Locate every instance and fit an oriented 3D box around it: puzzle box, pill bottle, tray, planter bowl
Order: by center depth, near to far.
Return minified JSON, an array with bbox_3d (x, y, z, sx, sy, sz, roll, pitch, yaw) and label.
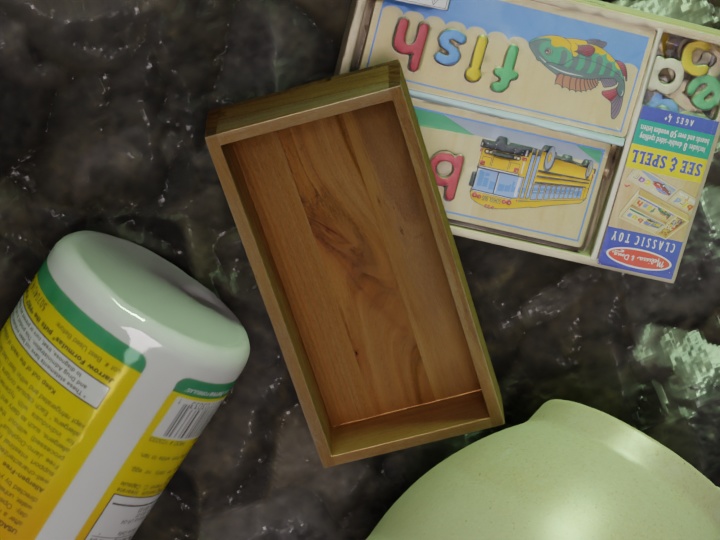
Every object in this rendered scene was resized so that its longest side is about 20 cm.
[{"bbox_3d":[-0.152,0.090,0.992,0.113,0.113,0.200,30,104,-12],"label":"pill bottle"},{"bbox_3d":[0.000,0.000,0.992,0.099,0.037,0.200,-14,118,7],"label":"tray"},{"bbox_3d":[0.082,-0.077,0.998,0.200,0.025,0.133,12,107,-7],"label":"puzzle box"},{"bbox_3d":[0.109,0.152,1.003,0.200,0.200,0.135,39,74,-14],"label":"planter bowl"}]
